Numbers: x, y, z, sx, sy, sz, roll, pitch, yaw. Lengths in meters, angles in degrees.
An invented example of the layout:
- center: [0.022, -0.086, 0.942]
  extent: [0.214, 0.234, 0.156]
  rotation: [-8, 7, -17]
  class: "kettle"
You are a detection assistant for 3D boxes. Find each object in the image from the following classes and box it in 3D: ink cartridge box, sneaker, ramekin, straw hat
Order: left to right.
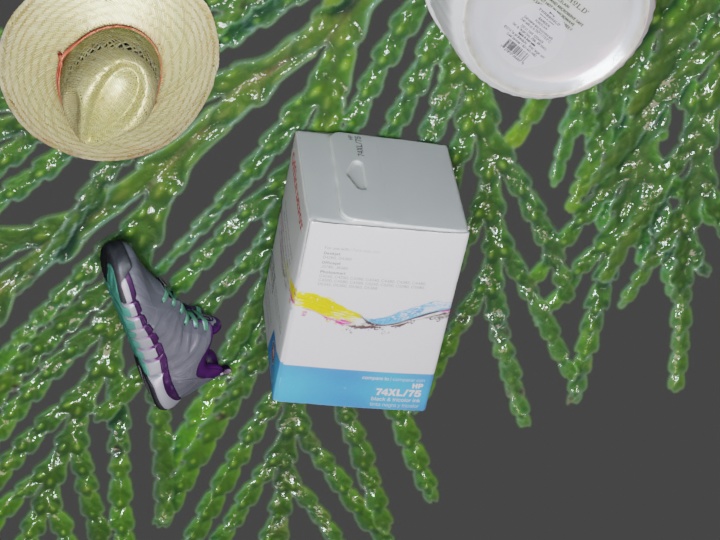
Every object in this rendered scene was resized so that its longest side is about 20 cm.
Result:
- center: [-0.212, -0.155, 1.589]
  extent: [0.199, 0.085, 0.202]
  rotation: [-4, 126, -6]
  class: "straw hat"
- center: [-0.180, 0.037, 1.756]
  extent: [0.087, 0.075, 0.201]
  rotation: [-24, 135, -11]
  class: "sneaker"
- center: [0.000, 0.000, 1.695]
  extent: [0.145, 0.147, 0.201]
  rotation: [5, 126, -11]
  class: "ink cartridge box"
- center: [0.154, -0.238, 1.570]
  extent: [0.198, 0.105, 0.202]
  rotation: [-4, 127, -6]
  class: "ramekin"
